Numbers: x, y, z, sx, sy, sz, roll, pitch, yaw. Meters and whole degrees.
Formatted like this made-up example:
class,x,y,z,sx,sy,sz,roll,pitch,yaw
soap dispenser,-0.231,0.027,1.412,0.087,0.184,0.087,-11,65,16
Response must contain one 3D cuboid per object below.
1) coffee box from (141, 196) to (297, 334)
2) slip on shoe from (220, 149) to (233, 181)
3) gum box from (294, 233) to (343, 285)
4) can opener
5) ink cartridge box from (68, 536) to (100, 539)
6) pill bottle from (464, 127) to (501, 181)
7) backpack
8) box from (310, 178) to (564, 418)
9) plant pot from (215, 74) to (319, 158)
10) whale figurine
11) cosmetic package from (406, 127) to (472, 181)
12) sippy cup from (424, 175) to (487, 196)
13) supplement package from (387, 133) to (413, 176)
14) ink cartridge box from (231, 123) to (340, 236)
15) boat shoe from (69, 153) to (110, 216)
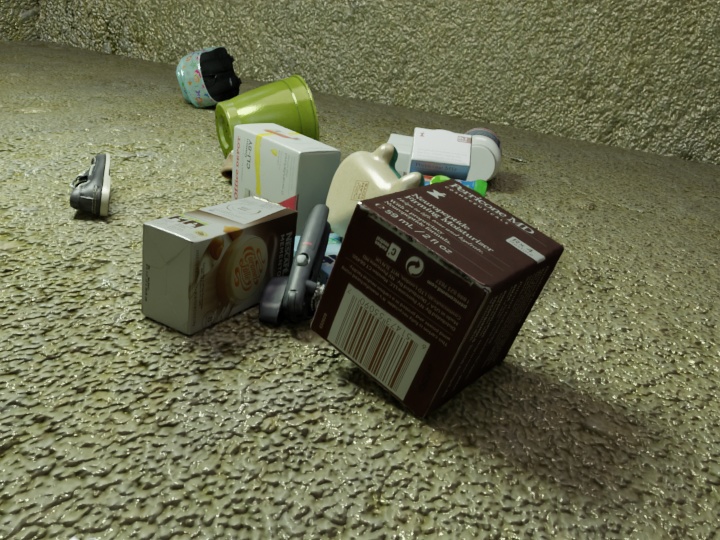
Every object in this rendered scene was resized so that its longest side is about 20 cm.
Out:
class,x,y,z,sx,sy,sz,roll,pitch,yaw
coffee box,-0.168,-0.014,0.851,0.079,0.115,0.200,18,23,25
slip on shoe,-0.193,-0.180,1.353,0.199,0.076,0.061,29,68,26
gum box,0.000,0.000,0.978,0.169,0.045,0.200,-7,25,-36
can opener,-0.069,-0.014,0.877,0.078,0.064,0.201,14,49,4
ink cartridge box,-0.138,0.225,0.284,0.144,0.084,0.200,17,23,20
pill bottle,0.290,-0.280,1.715,0.119,0.120,0.200,12,21,8
backpack,-0.481,-0.596,2.152,0.150,0.179,0.200,-9,21,17
box,0.084,0.019,0.752,0.166,0.165,0.200,35,31,24
plant pot,-0.221,-0.328,1.571,0.192,0.202,0.200,-15,29,-23
whale figurine,0.034,-0.098,0.984,0.103,0.160,0.200,18,-4,-33
cosmetic package,0.128,-0.153,1.210,0.101,0.200,0.074,7,62,2
sippy cup,0.126,-0.094,1.126,0.129,0.179,0.140,16,37,6
supplement package,0.104,-0.207,1.453,0.116,0.118,0.200,9,21,5
ink cartridge box,-0.132,-0.153,1.161,0.083,0.146,0.200,-11,28,-38
boat shoe,-0.448,-0.149,1.147,0.062,0.073,0.200,3,26,-22
